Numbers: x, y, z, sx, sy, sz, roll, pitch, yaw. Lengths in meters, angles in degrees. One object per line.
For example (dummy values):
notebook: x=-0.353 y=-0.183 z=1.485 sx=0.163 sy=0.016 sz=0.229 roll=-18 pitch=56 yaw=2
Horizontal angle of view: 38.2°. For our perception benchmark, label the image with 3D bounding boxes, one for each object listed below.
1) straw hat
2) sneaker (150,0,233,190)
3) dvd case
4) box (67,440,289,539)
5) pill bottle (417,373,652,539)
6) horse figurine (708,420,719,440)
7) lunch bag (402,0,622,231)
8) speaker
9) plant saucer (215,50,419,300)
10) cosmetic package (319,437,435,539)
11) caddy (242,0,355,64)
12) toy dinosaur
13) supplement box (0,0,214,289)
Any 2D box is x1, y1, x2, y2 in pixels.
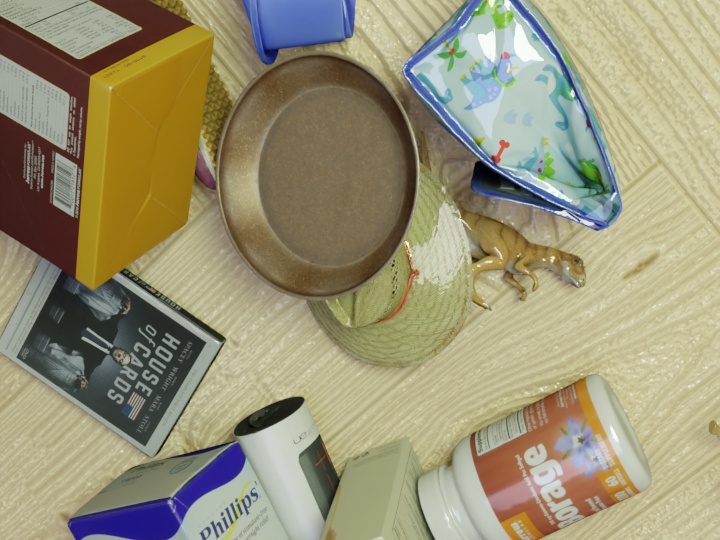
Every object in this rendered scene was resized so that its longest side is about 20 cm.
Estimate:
straw hat: x=0.000 y=0.000 z=0.924 sx=0.198 sy=0.085 sz=0.205 roll=7 pitch=105 yaw=27
sneaker: x=-0.179 y=-0.162 z=0.957 sx=0.089 sy=0.075 sz=0.203 roll=-19 pitch=97 yaw=27
dvd case: x=-0.252 y=0.073 z=1.045 sx=0.198 sy=0.025 sz=0.152 roll=34 pitch=107 yaw=1
box: x=-0.159 y=0.288 z=1.004 sx=0.182 sy=0.105 sz=0.203 roll=-20 pitch=100 yaw=41
pill bottle: x=0.157 y=0.187 z=0.957 sx=0.198 sy=0.112 sz=0.113 roll=-29 pitch=98 yaw=15
horse figurine: x=0.394 y=0.111 z=0.925 sx=0.130 sy=0.050 sz=0.203 roll=19 pitch=98 yaw=-14
lunch bag: x=0.135 y=-0.127 z=0.854 sx=0.127 sy=0.170 sz=0.200 roll=-43 pitch=96 yaw=16
speaker: x=-0.053 y=0.229 z=1.021 sx=0.080 sy=0.081 sz=0.203 roll=-20 pitch=99 yaw=14
plant saucer: x=-0.033 y=-0.078 z=0.870 sx=0.197 sy=0.036 sz=0.205 roll=3 pitch=96 yaw=29
cosmetic package: x=0.021 y=0.247 z=0.949 sx=0.070 sy=0.200 sz=0.107 roll=-22 pitch=99 yaw=14
caddy: x=-0.059 y=-0.275 z=0.867 sx=0.103 sy=0.142 sz=0.204 roll=1 pitch=104 yaw=4
toy dinosaur: x=0.110 y=-0.027 z=0.951 sx=0.198 sy=0.060 sz=0.108 roll=30 pitch=86 yaw=-7
supplement box: x=-0.252 y=-0.134 z=0.885 sx=0.198 sy=0.133 sz=0.200 roll=29 pitch=129 yaw=16
